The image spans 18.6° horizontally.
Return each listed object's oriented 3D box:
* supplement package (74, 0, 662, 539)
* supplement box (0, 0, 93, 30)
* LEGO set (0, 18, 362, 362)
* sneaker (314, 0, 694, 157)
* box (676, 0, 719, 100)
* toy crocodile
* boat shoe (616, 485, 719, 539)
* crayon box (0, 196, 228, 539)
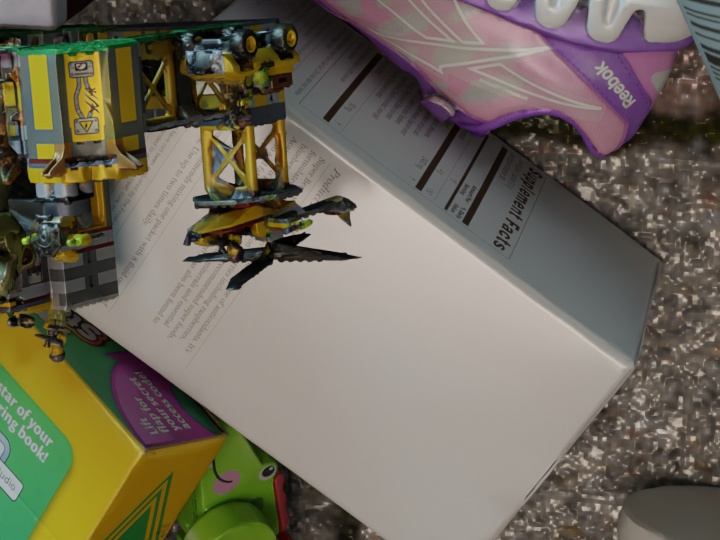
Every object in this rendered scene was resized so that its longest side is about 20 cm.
[{"bbox_3d":[0.000,0.000,0.854,0.199,0.120,0.122,37,113,-2],"label":"supplement package"},{"bbox_3d":[-0.103,-0.163,0.772,0.060,0.200,0.110,4,112,13],"label":"supplement box"},{"bbox_3d":[-0.109,-0.019,0.729,0.198,0.154,0.117,0,100,26],"label":"LEGO set"},{"bbox_3d":[0.032,-0.097,0.836,0.198,0.081,0.089,16,122,6],"label":"sneaker"},{"bbox_3d":[0.187,-0.139,0.689,0.170,0.200,0.200,-27,103,-4],"label":"box"},{"bbox_3d":[-0.052,0.118,0.915,0.061,0.068,0.201,-23,132,-20],"label":"toy crocodile"},{"bbox_3d":[0.196,0.145,0.897,0.198,0.072,0.069,15,112,-3],"label":"boat shoe"},{"bbox_3d":[-0.168,0.067,0.881,0.200,0.058,0.173,44,114,25],"label":"crayon box"}]
